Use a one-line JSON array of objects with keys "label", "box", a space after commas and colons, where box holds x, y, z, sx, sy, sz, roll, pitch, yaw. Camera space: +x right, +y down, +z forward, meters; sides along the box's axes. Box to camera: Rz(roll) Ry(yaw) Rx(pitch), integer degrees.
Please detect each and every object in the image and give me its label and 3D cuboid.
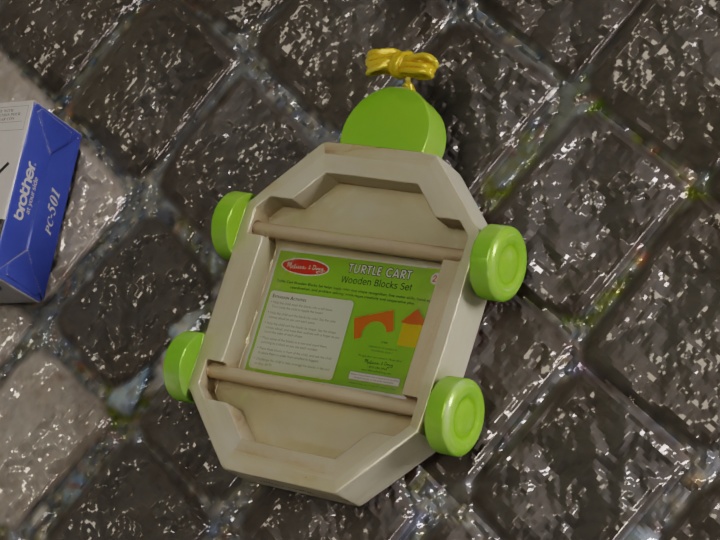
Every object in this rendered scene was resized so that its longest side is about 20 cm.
[{"label": "toy wagon", "box": [0.000, 0.000, 0.931, 0.154, 0.040, 0.202, 8, 74, 34]}, {"label": "ink cartridge box", "box": [-0.243, -0.032, 1.095, 0.198, 0.044, 0.095, -2, 67, 32]}]
